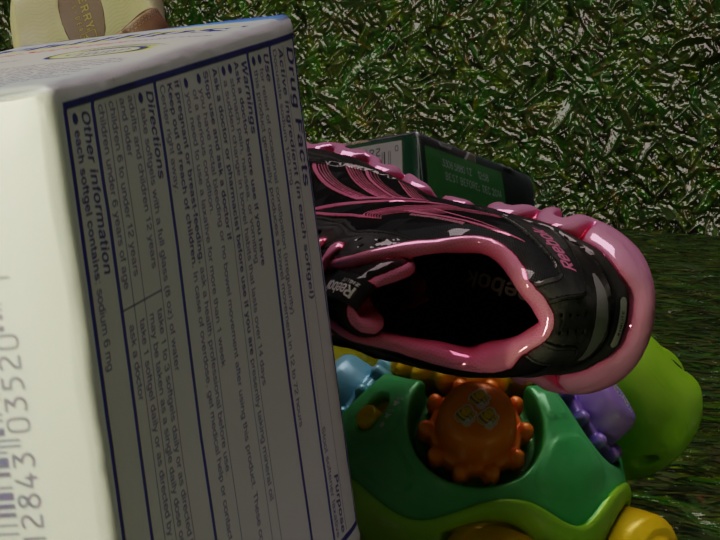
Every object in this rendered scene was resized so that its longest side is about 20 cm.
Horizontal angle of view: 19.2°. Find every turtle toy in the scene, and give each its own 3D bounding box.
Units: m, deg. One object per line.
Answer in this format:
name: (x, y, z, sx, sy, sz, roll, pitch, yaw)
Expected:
turtle toy: (0.059, 0.073, 0.852, 0.200, 0.101, 0.146, -2, 8, -42)

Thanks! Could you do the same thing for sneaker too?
sneaker: (0.000, 0.000, 0.759, 0.199, 0.079, 0.095, 9, 10, 25)

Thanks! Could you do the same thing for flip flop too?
flip flop: (-0.095, -0.077, 0.807, 0.081, 0.058, 0.200, -21, 45, -3)

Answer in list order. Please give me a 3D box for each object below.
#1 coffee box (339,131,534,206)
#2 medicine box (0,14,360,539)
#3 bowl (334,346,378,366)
coffee box: (-0.032, -0.022, 1.009, 0.199, 0.044, 0.123, -9, -12, 29)
medicine box: (-0.084, 0.027, 0.638, 0.103, 0.183, 0.200, -4, 10, 17)
bowl: (0.026, 0.047, 0.978, 0.199, 0.108, 0.200, -3, -11, 0)
